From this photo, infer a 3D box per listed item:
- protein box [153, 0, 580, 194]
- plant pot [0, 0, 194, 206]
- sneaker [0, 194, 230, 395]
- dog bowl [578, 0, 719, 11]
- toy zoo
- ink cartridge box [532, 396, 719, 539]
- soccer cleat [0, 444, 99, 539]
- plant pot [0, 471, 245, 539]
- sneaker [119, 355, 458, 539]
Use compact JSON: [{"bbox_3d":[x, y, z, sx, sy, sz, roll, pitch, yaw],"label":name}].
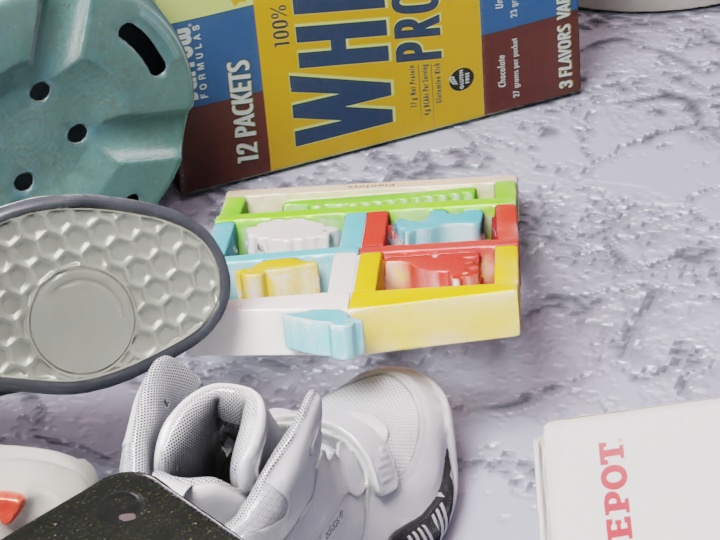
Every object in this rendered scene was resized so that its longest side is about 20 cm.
[{"bbox_3d":[-0.026,-0.163,1.305,0.199,0.135,0.199,-15,36,-14],"label":"protein box"},{"bbox_3d":[-0.180,-0.100,1.194,0.199,0.201,0.196,-21,42,-22],"label":"plant pot"},{"bbox_3d":[-0.155,0.015,1.072,0.201,0.077,0.146,-12,4,-8],"label":"sneaker"},{"bbox_3d":[0.148,-0.206,1.412,0.199,0.059,0.200,-3,35,2],"label":"dog bowl"},{"bbox_3d":[0.000,0.000,1.117,0.130,0.021,0.200,-3,17,4],"label":"toy zoo"},{"bbox_3d":[0.162,0.113,0.890,0.199,0.084,0.146,-8,45,7],"label":"ink cartridge box"},{"bbox_3d":[-0.192,0.098,1.026,0.199,0.070,0.078,-3,11,10],"label":"soccer cleat"},{"bbox_3d":[-0.065,0.181,0.780,0.199,0.178,0.200,-30,42,-30],"label":"plant pot"},{"bbox_3d":[-0.023,0.070,0.987,0.075,0.115,0.200,12,38,24],"label":"sneaker"}]
